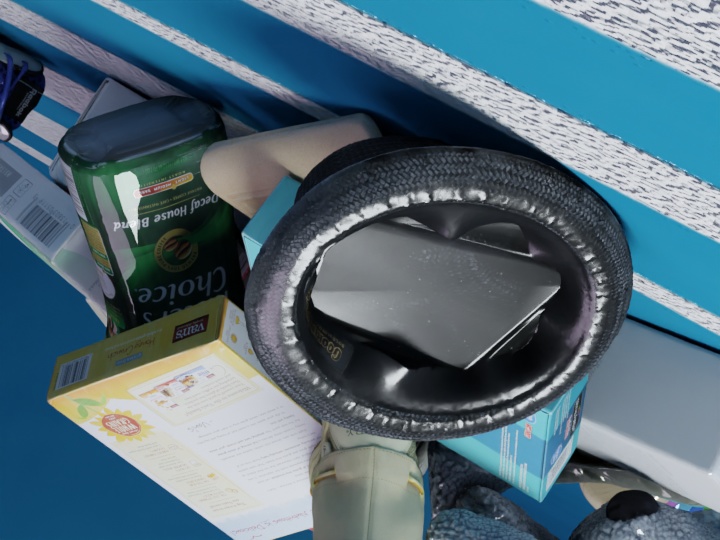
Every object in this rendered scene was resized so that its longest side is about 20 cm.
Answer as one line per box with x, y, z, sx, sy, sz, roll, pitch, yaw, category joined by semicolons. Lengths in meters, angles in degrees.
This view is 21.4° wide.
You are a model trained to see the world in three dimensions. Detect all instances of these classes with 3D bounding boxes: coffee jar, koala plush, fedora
-0.124;-0.005;1.230;0.085;0.104;0.200;42;147;54;coffee jar
0.147;0.198;1.187;0.200;0.184;0.177;-5;-158;4;koala plush
0.034;-0.006;0.951;0.201;0.201;0.092;36;-156;-37;fedora

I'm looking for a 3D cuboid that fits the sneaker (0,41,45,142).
-0.290;-0.153;1.374;0.115;0.081;0.199;25;179;5;sneaker

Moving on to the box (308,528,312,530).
-0.018;0.080;1.362;0.095;0.200;0.103;33;171;-7;box

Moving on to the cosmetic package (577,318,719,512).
0.167;0.078;1.156;0.200;0.071;0.101;23;169;41;cosmetic package

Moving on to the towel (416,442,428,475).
0.034;0.112;1.394;0.035;0.200;0.193;32;175;-7;towel

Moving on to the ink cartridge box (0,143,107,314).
-0.180;0.008;1.359;0.161;0.050;0.200;33;166;50;ink cartridge box

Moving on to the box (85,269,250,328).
-0.111;0.025;1.548;0.200;0.078;0.095;7;151;24;box

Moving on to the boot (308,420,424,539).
0.003;0.173;1.120;0.073;0.156;0.200;3;150;-2;boot

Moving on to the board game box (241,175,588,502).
0.033;0.042;1.093;0.200;0.047;0.151;30;160;15;board game box

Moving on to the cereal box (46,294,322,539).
-0.079;0.101;1.203;0.144;0.040;0.200;-20;135;31;cereal box

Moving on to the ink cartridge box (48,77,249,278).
-0.140;-0.052;1.393;0.145;0.084;0.200;30;172;0;ink cartridge box

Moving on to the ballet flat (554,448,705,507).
0.162;0.115;1.308;0.200;0.067;0.064;9;129;3;ballet flat

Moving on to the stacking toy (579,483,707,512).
0.246;0.166;1.443;0.085;0.085;0.200;23;176;41;stacking toy

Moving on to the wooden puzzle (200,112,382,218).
0.023;-0.020;1.107;0.200;0.037;0.185;40;156;-26;wooden puzzle

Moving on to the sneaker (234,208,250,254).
0.000;0.000;1.252;0.200;0.075;0.115;34;174;-8;sneaker
